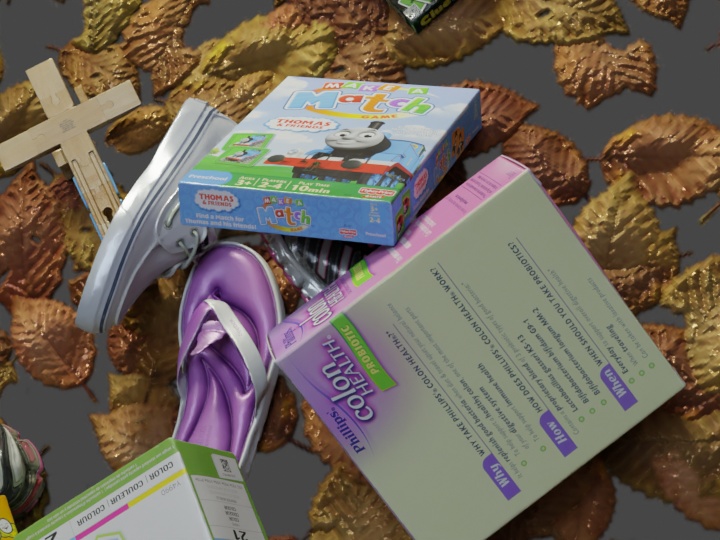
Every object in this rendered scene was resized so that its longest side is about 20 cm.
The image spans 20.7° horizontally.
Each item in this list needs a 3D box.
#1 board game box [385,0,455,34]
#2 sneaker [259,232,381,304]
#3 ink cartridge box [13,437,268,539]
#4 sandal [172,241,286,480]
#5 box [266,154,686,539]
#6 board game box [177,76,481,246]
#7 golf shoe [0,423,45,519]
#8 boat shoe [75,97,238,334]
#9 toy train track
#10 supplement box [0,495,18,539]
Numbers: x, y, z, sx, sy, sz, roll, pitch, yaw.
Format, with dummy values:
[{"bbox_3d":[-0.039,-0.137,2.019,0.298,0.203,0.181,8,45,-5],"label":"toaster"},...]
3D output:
[{"bbox_3d":[0.020,-0.279,1.504,0.105,0.023,0.200,-40,64,-3],"label":"board game box"},{"bbox_3d":[0.000,0.000,1.375,0.087,0.074,0.200,-38,69,1],"label":"sneaker"},{"bbox_3d":[-0.125,0.234,1.301,0.148,0.076,0.200,-33,63,19],"label":"ink cartridge box"},{"bbox_3d":[-0.098,0.070,1.389,0.082,0.050,0.203,-3,69,16],"label":"sandal"},{"bbox_3d":[0.072,0.057,1.271,0.200,0.097,0.176,-38,101,0],"label":"box"},{"bbox_3d":[-0.016,-0.080,1.361,0.151,0.037,0.200,6,27,19],"label":"board game box"},{"bbox_3d":[-0.312,0.097,1.422,0.200,0.092,0.073,35,84,27],"label":"golf shoe"},{"bbox_3d":[-0.135,-0.035,1.417,0.067,0.074,0.200,24,68,2],"label":"boat shoe"},{"bbox_3d":[-0.201,-0.069,1.488,0.115,0.033,0.200,-26,70,-2],"label":"toy train track"},{"bbox_3d":[-0.277,0.263,1.315,0.110,0.109,0.200,-43,59,34],"label":"supplement box"}]
